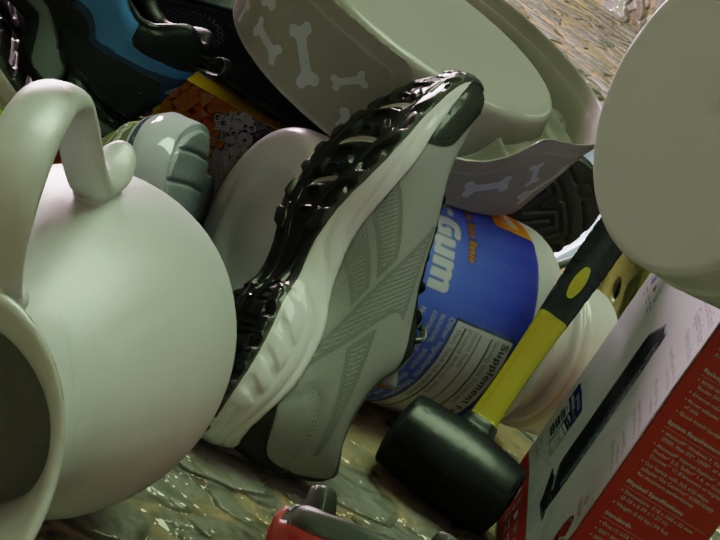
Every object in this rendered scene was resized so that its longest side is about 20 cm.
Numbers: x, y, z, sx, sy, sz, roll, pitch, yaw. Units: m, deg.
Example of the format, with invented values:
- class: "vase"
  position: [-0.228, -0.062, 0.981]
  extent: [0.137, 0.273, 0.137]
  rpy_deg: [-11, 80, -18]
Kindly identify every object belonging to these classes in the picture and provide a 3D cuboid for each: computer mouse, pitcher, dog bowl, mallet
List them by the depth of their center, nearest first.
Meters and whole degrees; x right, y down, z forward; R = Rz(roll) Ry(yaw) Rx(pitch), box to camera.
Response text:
- class: "pitcher"
  position: [-0.104, 0.009, 0.784]
  extent: [0.121, 0.172, 0.200]
  rpy_deg: [24, 16, 6]
- class: "mallet"
  position: [0.077, 0.023, 1.086]
  extent: [0.066, 0.200, 0.041]
  rpy_deg: [28, -15, 2]
- class: "dog bowl"
  position: [0.025, -0.104, 1.146]
  extent: [0.200, 0.059, 0.200]
  rpy_deg: [31, 21, -14]
- class: "computer mouse"
  position: [-0.069, -0.135, 1.224]
  extent: [0.200, 0.053, 0.139]
  rpy_deg: [32, 15, -1]

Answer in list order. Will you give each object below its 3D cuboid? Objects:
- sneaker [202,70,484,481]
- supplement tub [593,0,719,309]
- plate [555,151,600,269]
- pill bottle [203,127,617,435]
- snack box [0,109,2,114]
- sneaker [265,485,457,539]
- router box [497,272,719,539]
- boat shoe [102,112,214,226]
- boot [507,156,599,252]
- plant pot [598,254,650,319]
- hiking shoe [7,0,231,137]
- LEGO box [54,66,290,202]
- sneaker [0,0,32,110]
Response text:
- class: "sneaker"
  position: [0.000, 0.000, 1.016]
  extent: [0.079, 0.200, 0.074]
  rpy_deg: [36, -14, -22]
- class: "supplement tub"
  position: [0.202, -0.027, 0.897]
  extent: [0.200, 0.132, 0.132]
  rpy_deg: [23, 18, -35]
- class: "plate"
  position: [0.079, -0.032, 1.346]
  extent: [0.200, 0.026, 0.200]
  rpy_deg: [-11, 27, 6]
- class: "pill bottle"
  position: [0.028, 0.014, 1.140]
  extent: [0.200, 0.112, 0.112]
  rpy_deg: [21, 19, -32]
- class: "snack box"
  position: [-0.201, -0.035, 0.953]
  extent: [0.200, 0.053, 0.142]
  rpy_deg: [13, 24, -49]
- class: "sneaker"
  position: [-0.010, 0.131, 0.789]
  extent: [0.071, 0.098, 0.200]
  rpy_deg: [21, -8, 3]
- class: "router box"
  position: [0.126, 0.074, 1.020]
  extent: [0.049, 0.180, 0.200]
  rpy_deg: [32, 15, -3]
- class: "boat shoe"
  position: [-0.106, -0.033, 1.075]
  extent: [0.062, 0.072, 0.200]
  rpy_deg: [15, -7, 0]
- class: "boot"
  position: [0.046, -0.061, 1.320]
  extent: [0.200, 0.164, 0.066]
  rpy_deg: [-94, 166, -66]
- class: "plant pot"
  position: [0.226, 0.034, 1.368]
  extent: [0.184, 0.201, 0.200]
  rpy_deg: [17, 18, -12]
- class: "hiking shoe"
  position: [-0.145, -0.163, 1.123]
  extent: [0.200, 0.087, 0.074]
  rpy_deg: [58, 13, -5]
- class: "LEGO box"
  position: [-0.091, -0.088, 1.284]
  extent: [0.149, 0.077, 0.200]
  rpy_deg: [29, 16, -13]
- class: "sneaker"
  position: [-0.223, -0.115, 1.122]
  extent: [0.200, 0.090, 0.078]
  rpy_deg: [50, 14, -28]
